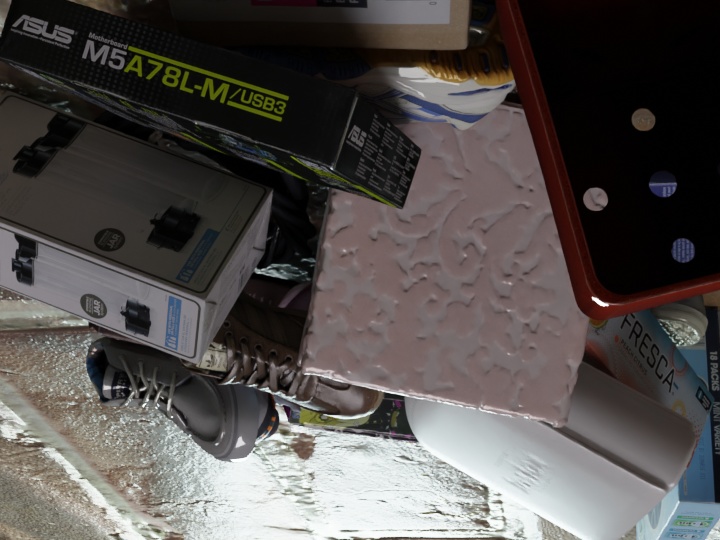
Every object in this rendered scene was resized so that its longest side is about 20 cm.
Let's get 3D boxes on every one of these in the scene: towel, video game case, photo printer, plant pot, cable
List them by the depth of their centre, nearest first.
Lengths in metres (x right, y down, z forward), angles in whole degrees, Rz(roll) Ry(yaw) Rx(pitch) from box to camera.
[{"bbox_3d":[0.178,-0.074,0.719,0.198,0.202,0.176,-12,164,-4],"label":"plant pot"},{"bbox_3d":[0.066,-0.013,0.882,0.189,0.202,0.032,11,-178,-10],"label":"towel"},{"bbox_3d":[-0.115,-0.051,0.970,0.161,0.051,0.200,-2,152,10],"label":"cable"},{"bbox_3d":[0.126,0.114,0.987,0.199,0.070,0.167,29,154,6],"label":"photo printer"},{"bbox_3d":[0.019,0.108,1.166,0.179,0.036,0.200,8,-176,-8],"label":"video game case"}]

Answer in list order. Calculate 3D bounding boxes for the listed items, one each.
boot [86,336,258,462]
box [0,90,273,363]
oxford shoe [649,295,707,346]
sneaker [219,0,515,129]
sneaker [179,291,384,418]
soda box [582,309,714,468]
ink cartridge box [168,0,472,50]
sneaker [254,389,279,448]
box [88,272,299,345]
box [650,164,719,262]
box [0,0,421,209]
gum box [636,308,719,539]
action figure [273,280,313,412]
[{"bbox_3d":[-0.153,0.098,1.050,0.095,0.074,0.200,6,-174,-27],"label":"boot"},{"bbox_3d":[-0.170,-0.031,0.875,0.198,0.117,0.060,21,137,9],"label":"box"},{"bbox_3d":[0.181,0.020,1.068,0.199,0.058,0.075,2,154,36],"label":"oxford shoe"},{"bbox_3d":[-0.006,-0.119,0.802,0.198,0.076,0.088,10,152,-11],"label":"sneaker"},{"bbox_3d":[-0.082,0.055,0.908,0.199,0.076,0.071,28,126,10],"label":"sneaker"},{"bbox_3d":[0.184,0.063,0.998,0.063,0.069,0.200,-1,140,45],"label":"soda box"},{"bbox_3d":[-0.023,-0.195,0.661,0.163,0.076,0.200,1,153,4],"label":"ink cartridge box"},{"bbox_3d":[-0.102,0.117,1.189,0.112,0.078,0.200,38,174,-31],"label":"sneaker"},{"bbox_3d":[-0.110,0.032,1.067,0.198,0.076,0.100,12,-178,-19],"label":"box"},{"bbox_3d":[0.200,-0.042,0.968,0.198,0.033,0.121,-1,152,13],"label":"box"},{"bbox_3d":[-0.074,-0.091,0.759,0.191,0.048,0.200,17,180,13],"label":"box"},{"bbox_3d":[0.275,0.152,1.178,0.044,0.171,0.200,2,153,3],"label":"gum box"},{"bbox_3d":[0.000,0.000,0.981,0.148,0.134,0.202,22,112,9],"label":"action figure"}]
